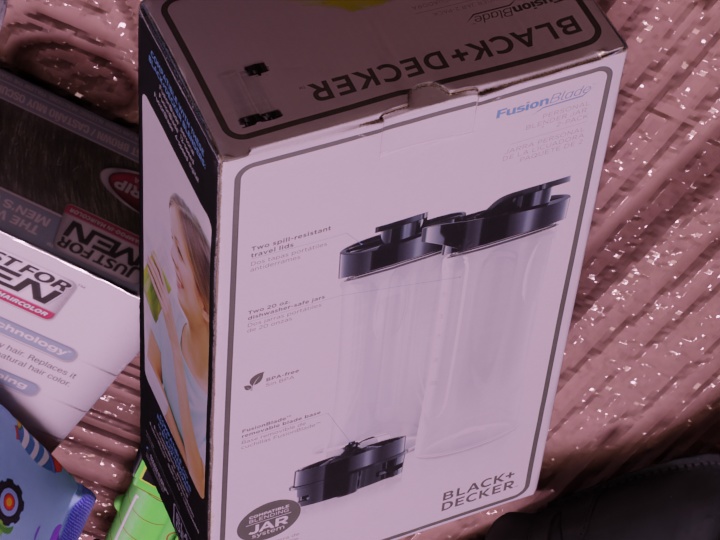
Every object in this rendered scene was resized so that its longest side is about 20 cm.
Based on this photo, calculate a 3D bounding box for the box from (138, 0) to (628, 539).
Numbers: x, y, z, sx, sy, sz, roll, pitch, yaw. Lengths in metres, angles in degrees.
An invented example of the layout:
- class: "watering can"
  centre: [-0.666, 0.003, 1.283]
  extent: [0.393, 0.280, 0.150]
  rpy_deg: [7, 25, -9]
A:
- class: "box"
  centre: [0.000, 0.000, 0.714]
  extent: [0.116, 0.060, 0.201]
  rpy_deg: [-17, 144, -17]

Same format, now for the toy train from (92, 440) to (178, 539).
- class: "toy train"
  centre: [-0.054, 0.075, 0.888]
  extent: [0.056, 0.042, 0.200]
  rpy_deg: [26, 141, -2]

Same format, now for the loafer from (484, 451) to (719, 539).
- class: "loafer"
  centre: [0.074, 0.111, 0.872]
  extent: [0.070, 0.069, 0.200]
  rpy_deg: [20, 146, -22]

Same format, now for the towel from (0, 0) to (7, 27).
- class: "towel"
  centre: [-0.136, -0.068, 0.597]
  extent: [0.085, 0.201, 0.166]
  rpy_deg: [15, 142, -3]

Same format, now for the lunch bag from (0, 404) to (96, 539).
- class: "lunch bag"
  centre: [-0.176, 0.111, 0.735]
  extent: [0.093, 0.201, 0.151]
  rpy_deg: [-12, 137, 29]

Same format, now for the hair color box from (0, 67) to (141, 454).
- class: "hair color box"
  centre: [-0.138, 0.018, 0.821]
  extent: [0.098, 0.061, 0.200]
  rpy_deg: [25, 141, -16]
